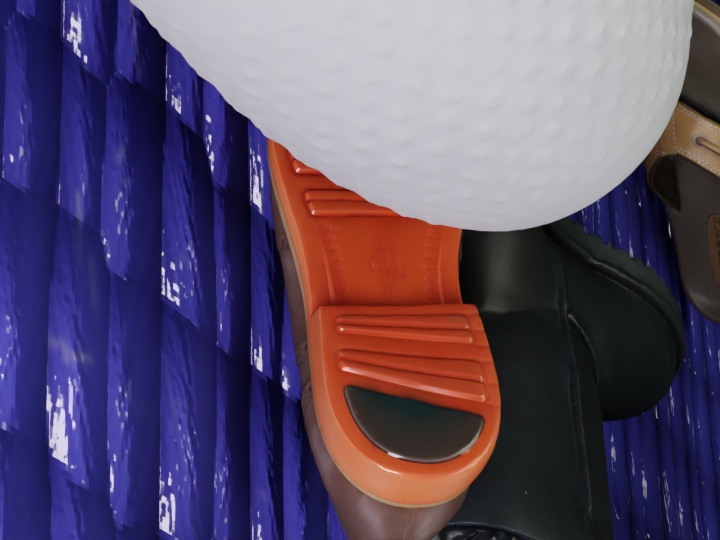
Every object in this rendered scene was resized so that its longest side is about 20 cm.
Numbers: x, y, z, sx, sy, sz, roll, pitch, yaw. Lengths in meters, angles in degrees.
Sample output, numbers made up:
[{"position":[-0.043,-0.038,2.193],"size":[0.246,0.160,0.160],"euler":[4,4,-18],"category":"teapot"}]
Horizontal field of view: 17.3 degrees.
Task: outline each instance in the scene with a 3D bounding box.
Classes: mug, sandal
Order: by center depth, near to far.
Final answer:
[{"position":[0.005,-0.109,0.690],"size":[0.175,0.148,0.200],"euler":[46,0,-45],"category":"mug"},{"position":[0.180,-0.055,1.256],"size":[0.054,0.080,0.202],"euler":[-35,120,-44],"category":"sandal"}]

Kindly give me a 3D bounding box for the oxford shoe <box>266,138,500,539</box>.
[{"position":[0.000,0.000,0.763],"size":[0.073,0.071,0.201],"euler":[108,-15,-50],"category":"oxford shoe"}]

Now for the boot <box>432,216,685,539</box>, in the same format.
[{"position":[0.066,0.065,0.863],"size":[0.200,0.076,0.169],"euler":[42,40,-52],"category":"boot"}]
